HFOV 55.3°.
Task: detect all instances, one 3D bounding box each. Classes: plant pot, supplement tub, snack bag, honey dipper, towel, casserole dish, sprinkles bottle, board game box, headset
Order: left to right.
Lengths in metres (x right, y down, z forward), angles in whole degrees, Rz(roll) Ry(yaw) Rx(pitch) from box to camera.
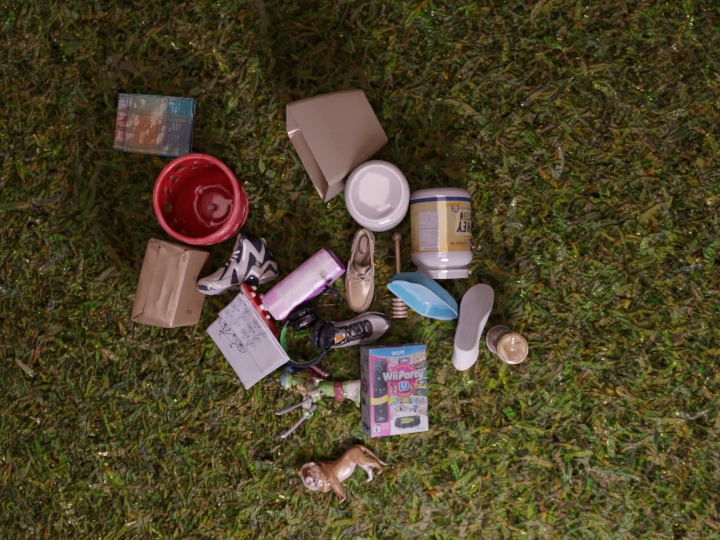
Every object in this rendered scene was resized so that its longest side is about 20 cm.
[{"bbox_3d":[-0.505,-0.357,1.685,0.197,0.022,0.149,6,90,4],"label":"towel"},{"bbox_3d":[-0.356,-0.159,1.594,0.197,0.182,0.204,0,90,5],"label":"plant pot"},{"bbox_3d":[-0.274,0.170,1.611,0.199,0.021,0.190,-37,89,41],"label":"snack bag"},{"bbox_3d":[-0.112,0.125,1.554,0.123,0.094,0.201,37,96,18],"label":"headset"},{"bbox_3d":[-0.049,-0.301,1.578,0.176,0.200,0.202,-28,88,-8],"label":"plant pot"},{"bbox_3d":[0.040,-0.165,1.561,0.143,0.200,0.147,0,90,4],"label":"supplement tub"},{"bbox_3d":[0.078,0.276,1.606,0.145,0.064,0.203,-2,90,-20],"label":"board game box"},{"bbox_3d":[0.089,0.010,1.642,0.037,0.038,0.203,-3,88,4],"label":"honey dipper"},{"bbox_3d":[0.148,0.056,1.575,0.120,0.200,0.039,0,61,44],"label":"casserole dish"},{"bbox_3d":[0.186,-0.083,1.580,0.142,0.144,0.203,-2,90,4],"label":"supplement tub"},{"bbox_3d":[0.327,0.164,1.544,0.067,0.200,0.069,0,90,3],"label":"sprinkles bottle"}]

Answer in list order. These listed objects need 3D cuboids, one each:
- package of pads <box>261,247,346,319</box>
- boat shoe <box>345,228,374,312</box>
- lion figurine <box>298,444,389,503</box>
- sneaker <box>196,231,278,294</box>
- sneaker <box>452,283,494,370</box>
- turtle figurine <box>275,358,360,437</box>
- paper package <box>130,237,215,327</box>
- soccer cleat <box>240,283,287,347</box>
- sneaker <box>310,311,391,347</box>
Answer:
[{"bbox_3d":[-0.132,0.033,1.612,0.199,0.120,0.076,-39,87,3],"label":"package of pads"},{"bbox_3d":[0.000,0.000,1.630,0.071,0.065,0.203,6,93,4],"label":"boat shoe"},{"bbox_3d":[-0.040,0.471,1.641,0.199,0.073,0.123,-33,75,-11],"label":"lion figurine"},{"bbox_3d":[-0.301,-0.024,1.630,0.197,0.080,0.131,-15,79,-15],"label":"sneaker"},{"bbox_3d":[0.258,0.135,1.613,0.073,0.116,0.201,18,55,15],"label":"sneaker"},{"bbox_3d":[-0.096,0.311,1.603,0.191,0.201,0.146,2,125,-1],"label":"turtle figurine"},{"bbox_3d":[-0.431,0.031,1.591,0.102,0.200,0.193,15,91,4],"label":"paper package"},{"bbox_3d":[-0.245,0.123,1.620,0.084,0.069,0.202,-25,117,5],"label":"soccer cleat"},{"bbox_3d":[-0.023,0.149,1.623,0.197,0.079,0.075,-12,97,4],"label":"sneaker"}]
